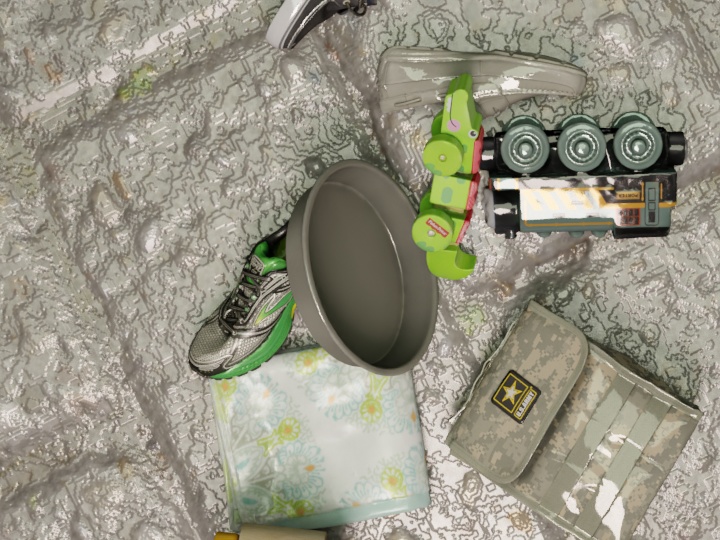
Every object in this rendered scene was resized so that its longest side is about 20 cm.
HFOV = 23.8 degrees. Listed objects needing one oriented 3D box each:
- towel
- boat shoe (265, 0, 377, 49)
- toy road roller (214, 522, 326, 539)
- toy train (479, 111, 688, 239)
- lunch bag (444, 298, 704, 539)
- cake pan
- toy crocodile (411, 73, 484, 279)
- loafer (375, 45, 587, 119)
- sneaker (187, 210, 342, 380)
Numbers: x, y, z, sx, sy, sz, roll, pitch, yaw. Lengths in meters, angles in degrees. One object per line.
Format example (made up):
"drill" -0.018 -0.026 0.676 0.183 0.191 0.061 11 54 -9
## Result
"towel" -0.041 0.158 1.637 0.197 0.048 0.173 -10 93 4
"boat shoe" -0.005 -0.276 1.608 0.066 0.070 0.200 41 87 2
"toy road roller" -0.074 0.322 1.573 0.121 0.200 0.148 6 71 3
"toy train" 0.206 -0.086 1.597 0.197 0.085 0.115 -2 102 4
"lunch bag" 0.194 0.143 1.590 0.199 0.118 0.165 32 94 7
"cake pan" 0.000 0.000 1.566 0.036 0.200 0.203 -16 92 36
"toy crocodile" 0.087 -0.083 1.579 0.061 0.068 0.202 10 118 6
"loafer" 0.113 -0.172 1.605 0.197 0.070 0.071 4 98 11
"sneaker" -0.095 0.016 1.606 0.200 0.085 0.078 -49 56 1
